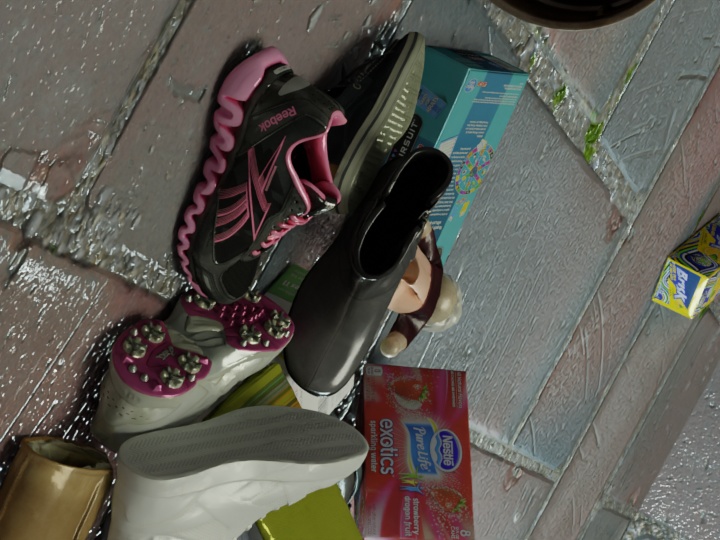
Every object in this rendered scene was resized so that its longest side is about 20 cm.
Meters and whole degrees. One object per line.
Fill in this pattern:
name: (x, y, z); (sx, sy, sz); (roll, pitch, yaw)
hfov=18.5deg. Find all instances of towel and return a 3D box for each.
towel: (-0.050, 0.174, 1.640); (0.086, 0.018, 0.200); (-39, 110, -42)

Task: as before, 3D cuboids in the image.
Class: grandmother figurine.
grandmother figurine: (0.041, 0.012, 1.777); (0.122, 0.060, 0.200); (-67, 161, -4)

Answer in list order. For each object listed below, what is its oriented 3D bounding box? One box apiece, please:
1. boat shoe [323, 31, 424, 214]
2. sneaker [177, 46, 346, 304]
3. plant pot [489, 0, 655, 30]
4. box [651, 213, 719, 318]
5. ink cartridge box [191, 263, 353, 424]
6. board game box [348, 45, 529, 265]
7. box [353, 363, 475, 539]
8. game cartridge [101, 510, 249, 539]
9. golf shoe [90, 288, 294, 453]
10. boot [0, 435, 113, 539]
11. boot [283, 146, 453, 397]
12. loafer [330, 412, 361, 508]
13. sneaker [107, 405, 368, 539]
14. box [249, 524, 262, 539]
boat shoe: (0.000, -0.117, 1.641); (0.200, 0.062, 0.075); (-59, 162, -44)
sneaker: (-0.062, -0.050, 1.521); (0.079, 0.095, 0.200); (-40, 153, -50)
plant pot: (0.180, -0.290, 1.690); (0.201, 0.200, 0.198); (-67, 169, 16)
box: (0.466, -0.007, 2.980); (0.200, 0.064, 0.070); (-34, 147, -55)
ink cartridge box: (-0.083, 0.104, 1.716); (0.200, 0.067, 0.117); (-48, 156, -36)
board game box: (0.058, -0.085, 1.850); (0.201, 0.047, 0.151); (-66, 160, 12)
box: (0.046, 0.188, 1.984); (0.096, 0.099, 0.200); (99, -6, -46)
game cartridge: (-0.137, 0.273, 1.640); (0.041, 0.133, 0.201); (-3, 89, -53)
golf shoe: (-0.124, 0.069, 1.582); (0.200, 0.075, 0.092); (-22, 150, -54)
boot: (-0.218, 0.216, 1.531); (0.201, 0.066, 0.175); (-65, 161, 5)
boot: (0.000, 0.000, 1.608); (0.132, 0.070, 0.201); (-152, -95, -87)
loafer: (-0.043, 0.192, 1.945); (0.063, 0.072, 0.200); (-44, 157, -27)
sneaker: (-0.093, 0.165, 1.566); (0.199, 0.074, 0.116); (-5, 124, -34)
box: (-0.089, 0.277, 1.740); (0.177, 0.200, 0.097); (-55, 161, -20)
